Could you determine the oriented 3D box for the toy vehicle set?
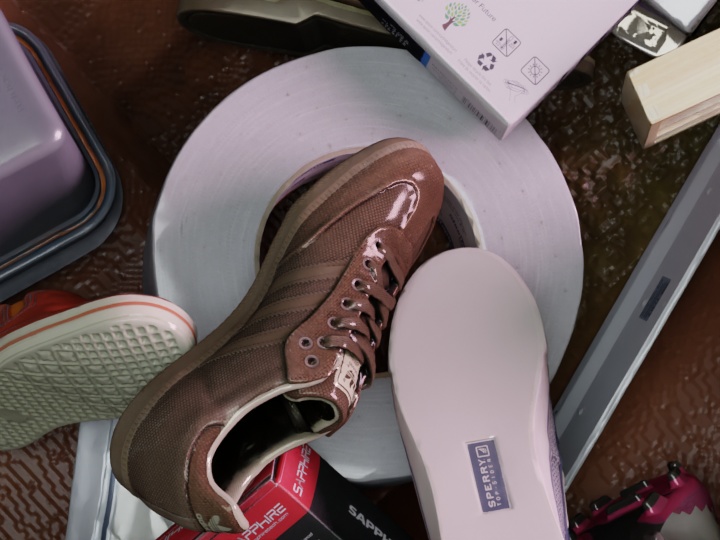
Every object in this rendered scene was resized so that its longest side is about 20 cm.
[{"bbox_3d":[0.214,-0.114,1.275,0.200,0.124,0.027,-25,86,4],"label":"toy vehicle set"}]

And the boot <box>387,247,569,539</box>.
[{"bbox_3d":[0.053,0.094,1.231,0.073,0.090,0.200,-5,56,0],"label":"boot"}]

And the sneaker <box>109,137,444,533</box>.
[{"bbox_3d":[-0.017,0.033,1.207,0.075,0.070,0.200,31,75,38],"label":"sneaker"}]

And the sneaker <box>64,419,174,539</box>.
[{"bbox_3d":[-0.102,0.146,1.320,0.071,0.073,0.201,5,88,8],"label":"sneaker"}]

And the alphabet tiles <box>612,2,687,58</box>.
[{"bbox_3d":[0.144,-0.211,1.340,0.200,0.015,0.196,30,91,6],"label":"alphabet tiles"}]

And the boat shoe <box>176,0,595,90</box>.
[{"bbox_3d":[0.016,-0.133,1.319,0.199,0.072,0.068,11,77,-2],"label":"boat shoe"}]

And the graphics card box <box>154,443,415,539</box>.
[{"bbox_3d":[-0.007,0.178,1.271,0.200,0.051,0.125,42,115,-15],"label":"graphics card box"}]

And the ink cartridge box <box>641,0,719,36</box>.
[{"bbox_3d":[0.107,-0.208,1.319,0.200,0.037,0.095,39,95,2],"label":"ink cartridge box"}]

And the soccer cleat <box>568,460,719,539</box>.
[{"bbox_3d":[0.134,0.148,1.243,0.070,0.200,0.086,-29,96,12],"label":"soccer cleat"}]

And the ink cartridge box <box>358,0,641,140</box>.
[{"bbox_3d":[0.099,-0.163,1.272,0.200,0.039,0.099,-44,86,-8],"label":"ink cartridge box"}]

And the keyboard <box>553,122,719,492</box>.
[{"bbox_3d":[0.136,0.013,1.313,0.011,0.056,0.200,29,91,-19],"label":"keyboard"}]

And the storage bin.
[{"bbox_3d":[-0.220,-0.051,1.286,0.200,0.134,0.146,-28,81,-9],"label":"storage bin"}]

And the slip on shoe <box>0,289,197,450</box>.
[{"bbox_3d":[-0.138,0.035,1.280,0.074,0.200,0.061,26,66,-26],"label":"slip on shoe"}]

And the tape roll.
[{"bbox_3d":[0.000,0.000,1.298,0.200,0.066,0.201,1,82,-7],"label":"tape roll"}]
